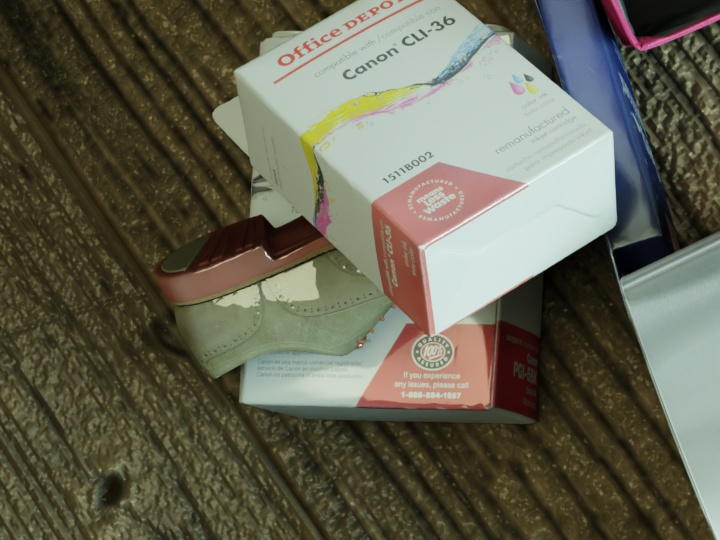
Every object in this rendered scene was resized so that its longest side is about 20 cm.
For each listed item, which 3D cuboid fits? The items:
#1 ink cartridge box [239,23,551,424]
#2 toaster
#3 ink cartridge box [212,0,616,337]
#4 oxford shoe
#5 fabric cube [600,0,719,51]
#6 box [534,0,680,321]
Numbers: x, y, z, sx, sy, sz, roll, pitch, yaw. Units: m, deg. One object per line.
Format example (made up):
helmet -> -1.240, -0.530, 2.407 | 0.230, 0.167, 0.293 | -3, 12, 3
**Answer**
ink cartridge box -> 0.021, -0.022, 1.490 | 0.146, 0.083, 0.201 | 1, 81, 22
toaster -> 0.219, 0.070, 1.327 | 0.118, 0.200, 0.181 | -24, 73, 13
ink cartridge box -> 0.019, -0.071, 1.370 | 0.116, 0.068, 0.200 | -31, 50, -20
oxford shoe -> 0.000, 0.000, 1.426 | 0.199, 0.070, 0.075 | -15, 109, 13
fabric cube -> 0.180, -0.231, 1.348 | 0.200, 0.199, 0.197 | -24, 91, 6
box -> 0.129, -0.062, 1.428 | 0.032, 0.121, 0.201 | -17, 75, 9
